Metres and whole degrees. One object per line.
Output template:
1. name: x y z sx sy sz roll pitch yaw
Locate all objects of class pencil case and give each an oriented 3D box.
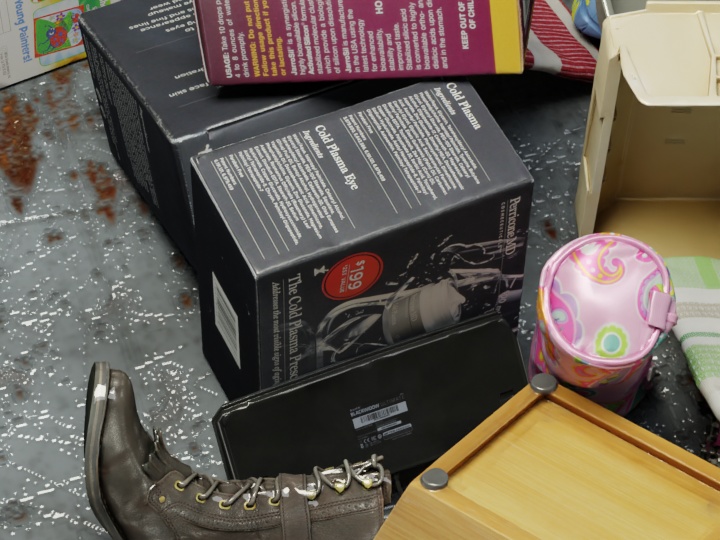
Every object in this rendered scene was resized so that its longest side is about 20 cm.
1. pencil case: 0.147 0.039 1.364 0.087 0.200 0.088 -1 75 3

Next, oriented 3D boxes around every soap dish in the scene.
1. soap dish: 0.129 0.151 1.277 0.200 0.081 0.157 27 45 31

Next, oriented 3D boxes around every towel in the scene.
1. towel: 0.088 -0.194 1.573 0.200 0.023 0.144 6 43 -46
2. towel: 0.269 0.047 1.367 0.149 0.031 0.200 5 30 -12

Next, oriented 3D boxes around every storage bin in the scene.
1. storage bin: 0.249 -0.073 1.446 0.198 0.200 0.094 0 52 -2

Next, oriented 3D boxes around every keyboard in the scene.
1. keyboard: 0.016 0.110 1.371 0.200 0.127 0.021 -18 12 -13

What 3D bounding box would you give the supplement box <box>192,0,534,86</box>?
1. supplement box: 0.005 -0.189 1.382 0.200 0.103 0.131 -2 31 9

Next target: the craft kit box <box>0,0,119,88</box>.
1. craft kit box: -0.198 -0.231 1.551 0.197 0.200 0.049 -19 55 -16

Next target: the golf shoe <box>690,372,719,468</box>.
1. golf shoe: 0.257 0.100 1.397 0.092 0.073 0.200 5 53 0

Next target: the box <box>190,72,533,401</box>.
1. box: 0.000 0.000 1.383 0.182 0.200 0.104 -21 55 -16

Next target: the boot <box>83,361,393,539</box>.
1. boot: -0.069 0.132 1.309 0.174 0.200 0.069 -10 23 -2

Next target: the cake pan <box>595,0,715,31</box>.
1. cake pan: 0.251 -0.187 1.587 0.200 0.037 0.201 7 71 -22

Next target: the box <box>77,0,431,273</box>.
1. box: -0.058 -0.112 1.485 0.196 0.118 0.200 -20 36 -15

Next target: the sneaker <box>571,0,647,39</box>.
1. sneaker: 0.221 -0.230 1.656 0.083 0.071 0.200 34 52 -6
